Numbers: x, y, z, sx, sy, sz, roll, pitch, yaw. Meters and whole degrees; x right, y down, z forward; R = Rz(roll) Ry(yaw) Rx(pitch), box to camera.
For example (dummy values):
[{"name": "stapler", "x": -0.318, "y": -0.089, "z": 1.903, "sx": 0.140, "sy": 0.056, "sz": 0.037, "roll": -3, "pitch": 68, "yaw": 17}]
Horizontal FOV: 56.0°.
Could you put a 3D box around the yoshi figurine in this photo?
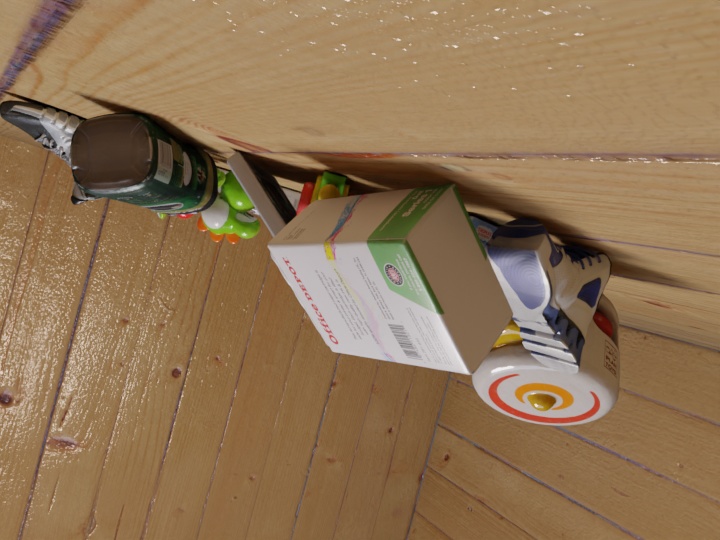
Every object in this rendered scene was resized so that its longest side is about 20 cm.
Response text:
[{"name": "yoshi figurine", "x": -0.218, "y": -0.127, "z": 0.950, "sx": 0.197, "sy": 0.114, "sz": 0.112, "roll": 30, "pitch": 138, "yaw": -6}]

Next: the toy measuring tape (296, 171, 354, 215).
[{"name": "toy measuring tape", "x": -0.040, "y": -0.071, "z": 0.803, "sx": 0.072, "sy": 0.076, "sz": 0.200, "roll": 16, "pitch": 180, "yaw": -4}]

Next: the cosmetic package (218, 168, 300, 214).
[{"name": "cosmetic package", "x": -0.174, "y": -0.122, "z": 1.144, "sx": 0.195, "sy": 0.053, "sz": 0.151, "roll": 16, "pitch": -178, "yaw": -6}]

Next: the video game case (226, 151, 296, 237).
[{"name": "video game case", "x": -0.084, "y": -0.046, "z": 0.859, "sx": 0.202, "sy": 0.023, "sz": 0.182, "roll": 58, "pitch": -175, "yaw": 5}]

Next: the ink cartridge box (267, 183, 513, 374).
[{"name": "ink cartridge box", "x": 0.023, "y": 0.008, "z": 0.643, "sx": 0.197, "sy": 0.084, "sz": 0.147, "roll": 1, "pitch": 129, "yaw": 49}]

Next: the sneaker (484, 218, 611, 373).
[{"name": "sneaker", "x": 0.200, "y": 0.004, "z": 0.705, "sx": 0.079, "sy": 0.116, "sz": 0.201, "roll": 12, "pitch": 148, "yaw": 42}]

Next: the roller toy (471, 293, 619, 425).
[{"name": "roller toy", "x": 0.233, "y": 0.108, "z": 0.853, "sx": 0.177, "sy": 0.142, "sz": 0.202, "roll": 12, "pitch": 147, "yaw": 4}]

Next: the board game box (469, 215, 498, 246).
[{"name": "board game box", "x": 0.108, "y": -0.044, "z": 0.838, "sx": 0.149, "sy": 0.038, "sz": 0.198, "roll": 17, "pitch": -179, "yaw": -41}]

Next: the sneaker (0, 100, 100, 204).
[{"name": "sneaker", "x": -0.411, "y": -0.156, "z": 0.953, "sx": 0.196, "sy": 0.119, "sz": 0.074, "roll": 16, "pitch": 180, "yaw": -33}]

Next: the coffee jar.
[{"name": "coffee jar", "x": -0.244, "y": -0.119, "z": 0.799, "sx": 0.101, "sy": 0.088, "sz": 0.200, "roll": -3, "pitch": 177, "yaw": 9}]
